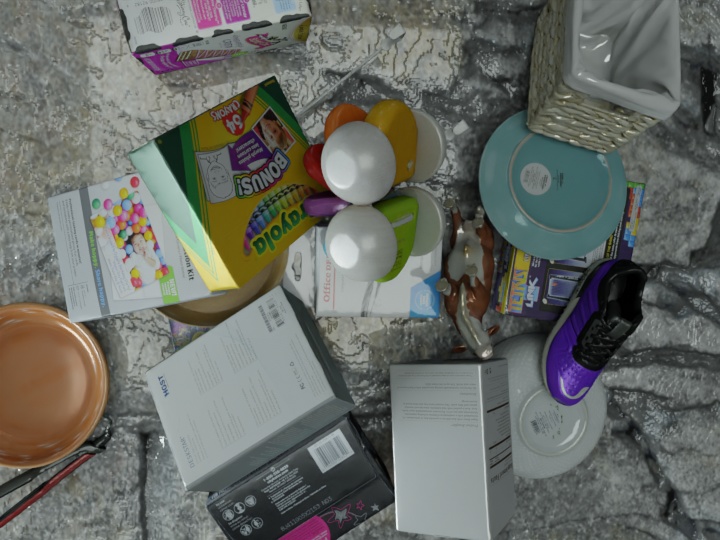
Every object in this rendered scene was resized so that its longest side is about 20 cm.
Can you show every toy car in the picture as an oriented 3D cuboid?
[{"bbox_3d":[0.002,-0.088,0.720,0.150,0.175,0.201,10,112,31],"label":"toy car"}]

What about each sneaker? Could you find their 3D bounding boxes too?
[{"bbox_3d":[0.292,0.074,0.792,0.069,0.100,0.201,25,85,-10],"label":"sneaker"}]

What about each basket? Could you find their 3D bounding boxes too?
[{"bbox_3d":[0.288,-0.258,0.777,0.135,0.123,0.201,15,68,-9],"label":"basket"}]

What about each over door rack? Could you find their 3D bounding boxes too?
[{"bbox_3d":[0.015,-0.179,0.803,0.200,0.067,0.148,-34,100,19],"label":"over door rack"}]

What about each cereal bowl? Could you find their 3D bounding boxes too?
[{"bbox_3d":[0.246,0.191,0.874,0.199,0.083,0.201,-1,96,-8],"label":"cereal bowl"}]

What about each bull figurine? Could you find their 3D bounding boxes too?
[{"bbox_3d":[0.134,0.008,0.800,0.065,0.121,0.201,-5,60,16],"label":"bull figurine"}]

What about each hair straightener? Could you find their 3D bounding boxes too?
[{"bbox_3d":[-0.405,0.242,0.818,0.200,0.041,0.077,-35,100,-2],"label":"hair straightener"}]

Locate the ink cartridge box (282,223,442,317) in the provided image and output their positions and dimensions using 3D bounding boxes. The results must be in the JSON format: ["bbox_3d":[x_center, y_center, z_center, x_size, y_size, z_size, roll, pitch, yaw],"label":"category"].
[{"bbox_3d":[0.000,0.000,0.829,0.199,0.067,0.116,0,97,-7],"label":"ink cartridge box"}]

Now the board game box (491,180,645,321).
[{"bbox_3d":[0.277,-0.030,0.867,0.165,0.057,0.201,9,95,-6],"label":"board game box"}]

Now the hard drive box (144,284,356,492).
[{"bbox_3d":[-0.132,0.139,0.757,0.200,0.077,0.156,-32,64,5],"label":"hard drive box"}]

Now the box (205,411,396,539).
[{"bbox_3d":[-0.076,0.272,0.826,0.200,0.115,0.132,-32,98,-4],"label":"box"}]

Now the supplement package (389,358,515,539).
[{"bbox_3d":[0.116,0.213,0.803,0.121,0.120,0.201,-4,84,27],"label":"supplement package"}]

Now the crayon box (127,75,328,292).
[{"bbox_3d":[-0.131,-0.101,0.729,0.200,0.058,0.173,-46,116,-43],"label":"crayon box"}]

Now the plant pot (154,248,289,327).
[{"bbox_3d":[-0.189,-0.029,0.809,0.199,0.027,0.201,0,85,-5],"label":"plant pot"}]

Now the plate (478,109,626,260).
[{"bbox_3d":[0.248,-0.113,0.811,0.199,0.026,0.201,1,85,-8],"label":"plate"}]

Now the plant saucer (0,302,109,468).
[{"bbox_3d":[-0.408,0.139,0.797,0.199,0.037,0.201,0,87,-3],"label":"plant saucer"}]

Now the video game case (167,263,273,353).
[{"bbox_3d":[-0.171,0.089,0.842,0.143,0.018,0.201,-10,97,-5],"label":"video game case"}]

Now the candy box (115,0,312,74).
[{"bbox_3d":[-0.160,-0.285,0.743,0.199,0.136,0.061,-15,99,-5],"label":"candy box"}]

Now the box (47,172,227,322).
[{"bbox_3d":[-0.264,-0.031,0.758,0.199,0.041,0.156,-10,89,17],"label":"box"}]
